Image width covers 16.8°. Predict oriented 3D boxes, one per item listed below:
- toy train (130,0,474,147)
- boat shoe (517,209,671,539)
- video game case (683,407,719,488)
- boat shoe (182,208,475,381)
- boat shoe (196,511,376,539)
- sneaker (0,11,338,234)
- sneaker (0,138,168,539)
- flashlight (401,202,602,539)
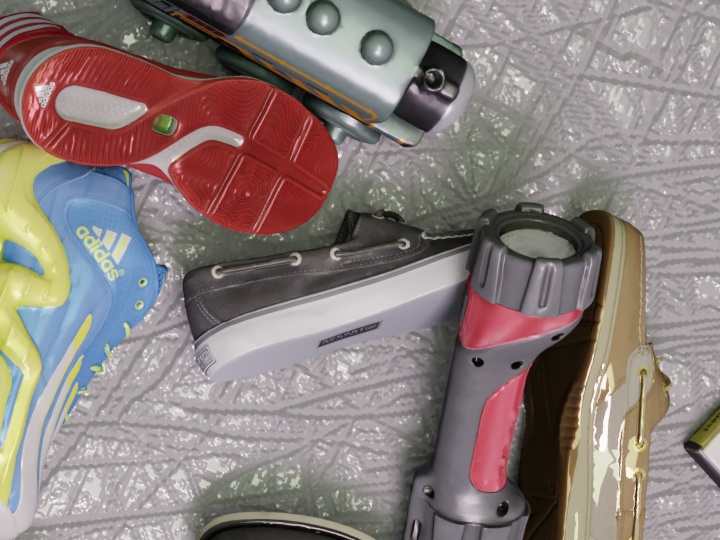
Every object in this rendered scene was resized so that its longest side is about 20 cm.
[{"bbox_3d":[-0.034,-0.126,1.220,0.199,0.114,0.086,30,88,-13],"label":"toy train"},{"bbox_3d":[0.129,0.069,1.300,0.066,0.074,0.201,7,94,-26],"label":"boat shoe"},{"bbox_3d":[0.308,0.105,1.361,0.181,0.025,0.200,-45,102,-7],"label":"video game case"},{"bbox_3d":[0.000,0.000,1.265,0.199,0.070,0.067,-18,74,-16],"label":"boat shoe"},{"bbox_3d":[0.003,0.189,1.267,0.201,0.063,0.074,29,128,-14],"label":"boat shoe"},{"bbox_3d":[-0.108,-0.087,1.224,0.199,0.115,0.079,24,99,-43],"label":"sneaker"},{"bbox_3d":[-0.147,0.035,1.225,0.104,0.076,0.202,0,93,-14],"label":"sneaker"},{"bbox_3d":[0.075,0.067,1.248,0.068,0.068,0.201,-16,127,-37],"label":"flashlight"}]
